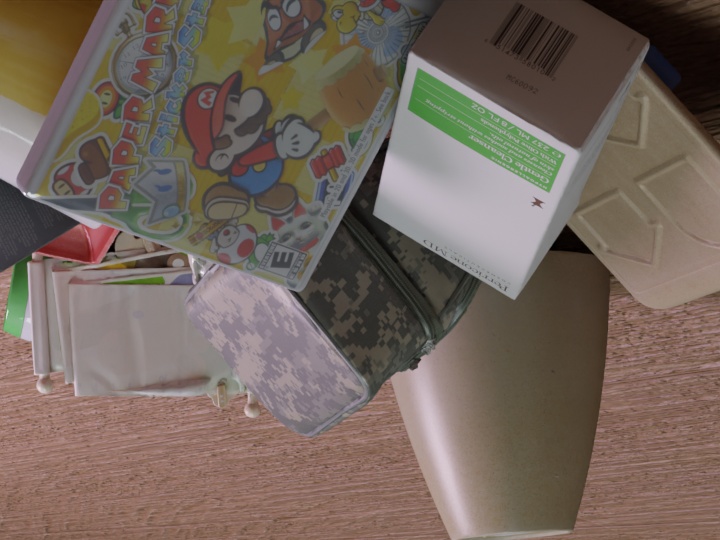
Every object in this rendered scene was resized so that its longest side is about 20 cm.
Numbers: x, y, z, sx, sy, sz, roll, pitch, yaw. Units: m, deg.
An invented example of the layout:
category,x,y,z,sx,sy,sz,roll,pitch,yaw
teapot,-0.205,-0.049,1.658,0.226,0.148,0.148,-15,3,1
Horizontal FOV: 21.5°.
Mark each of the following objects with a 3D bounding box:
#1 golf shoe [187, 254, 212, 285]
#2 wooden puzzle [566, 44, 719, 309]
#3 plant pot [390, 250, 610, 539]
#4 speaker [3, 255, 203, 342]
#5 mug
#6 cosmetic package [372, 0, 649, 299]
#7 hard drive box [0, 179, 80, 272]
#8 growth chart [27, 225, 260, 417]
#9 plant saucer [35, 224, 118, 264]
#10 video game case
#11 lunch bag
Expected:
category,x,y,z,sx,sy,sz,roll,pitch,yaw
golf shoe,-0.088,-0.013,1.360,0.072,0.092,0.200,9,149,31
wooden puzzle,0.162,-0.066,1.121,0.200,0.046,0.185,42,159,-7
plant pot,0.108,0.102,1.447,0.186,0.201,0.187,-5,169,-1
speaker,-0.192,0.031,1.580,0.199,0.089,0.088,10,162,-11
mug,-0.185,-0.136,1.057,0.153,0.187,0.149,21,-168,-13
cosmetic package,0.079,-0.076,1.056,0.107,0.085,0.200,30,157,9
hard drive box,-0.245,-0.037,1.189,0.155,0.077,0.200,-22,-171,28
growth chart,-0.172,0.040,1.532,0.199,0.145,0.018,5,-178,-10
plant saucer,-0.272,-0.065,1.405,0.199,0.037,0.200,13,161,-14
video game case,-0.060,-0.101,1.004,0.181,0.201,0.023,20,-164,-34
lunch bag,0.000,0.000,1.231,0.139,0.168,0.200,47,157,0
